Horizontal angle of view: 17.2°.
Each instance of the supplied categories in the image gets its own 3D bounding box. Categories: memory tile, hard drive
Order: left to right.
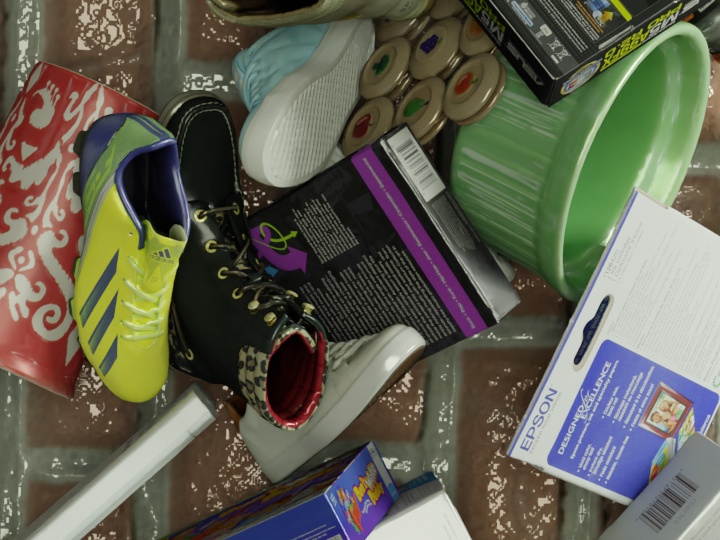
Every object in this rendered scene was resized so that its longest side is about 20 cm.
[{"bbox_3d":[-0.180,0.154,1.629,0.200,0.132,0.027,-41,93,-2],"label":"hard drive"},{"bbox_3d":[0.057,-0.169,1.604,0.017,0.153,0.201,34,57,-31],"label":"memory tile"}]

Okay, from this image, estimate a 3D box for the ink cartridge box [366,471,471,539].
[{"bbox_3d":[-0.019,0.219,1.649,0.200,0.115,0.068,-27,92,-2],"label":"ink cartridge box"}]

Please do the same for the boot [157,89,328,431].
[{"bbox_3d":[-0.078,-0.005,1.580,0.073,0.154,0.204,-11,116,-34],"label":"boot"}]

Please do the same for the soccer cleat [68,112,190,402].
[{"bbox_3d":[-0.145,-0.003,1.557,0.065,0.084,0.201,-19,115,-42],"label":"soccer cleat"}]

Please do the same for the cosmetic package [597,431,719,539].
[{"bbox_3d":[0.277,0.220,1.657,0.113,0.081,0.200,-47,113,-2],"label":"cosmetic package"}]

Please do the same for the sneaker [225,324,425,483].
[{"bbox_3d":[-0.034,0.075,1.616,0.085,0.200,0.073,51,48,1],"label":"sneaker"}]

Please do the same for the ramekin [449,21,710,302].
[{"bbox_3d":[0.145,-0.089,1.611,0.097,0.200,0.201,26,90,25],"label":"ramekin"}]

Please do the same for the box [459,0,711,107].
[{"bbox_3d":[0.124,-0.226,1.525,0.160,0.044,0.200,-34,76,-15],"label":"box"}]

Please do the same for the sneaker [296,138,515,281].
[{"bbox_3d":[0.005,-0.022,1.666,0.200,0.078,0.100,36,96,-1],"label":"sneaker"}]

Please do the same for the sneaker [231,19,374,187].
[{"bbox_3d":[-0.055,-0.116,1.617,0.082,0.200,0.074,4,119,19],"label":"sneaker"}]

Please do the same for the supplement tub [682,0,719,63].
[{"bbox_3d":[0.221,-0.240,1.646,0.200,0.123,0.123,45,89,-8],"label":"supplement tub"}]

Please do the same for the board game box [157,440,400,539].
[{"bbox_3d":[-0.082,0.190,1.606,0.200,0.134,0.045,-26,93,17],"label":"board game box"}]

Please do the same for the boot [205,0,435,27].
[{"bbox_3d":[-0.068,-0.202,1.588,0.199,0.155,0.072,14,106,29],"label":"boot"}]

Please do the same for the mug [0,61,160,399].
[{"bbox_3d":[-0.205,-0.024,1.647,0.133,0.177,0.201,21,85,33],"label":"mug"}]

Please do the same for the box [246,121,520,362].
[{"bbox_3d":[0.000,0.000,1.616,0.036,0.200,0.143,-38,97,-44],"label":"box"}]

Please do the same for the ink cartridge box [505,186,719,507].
[{"bbox_3d":[0.186,0.055,1.635,0.200,0.047,0.198,26,91,-45],"label":"ink cartridge box"}]
